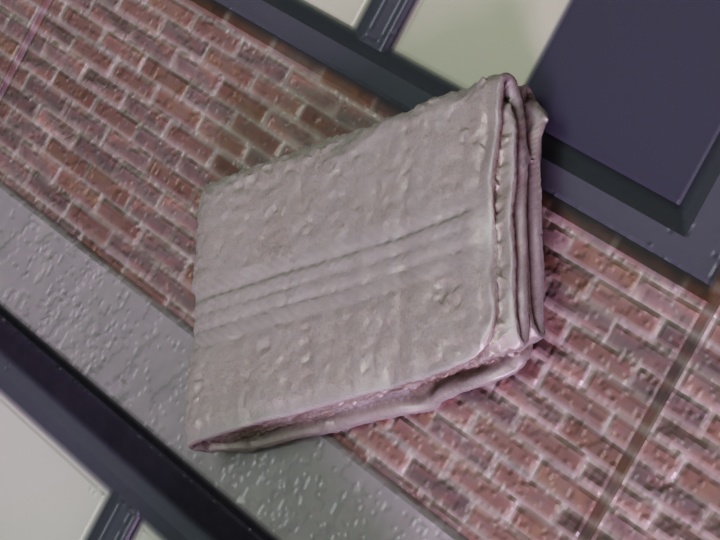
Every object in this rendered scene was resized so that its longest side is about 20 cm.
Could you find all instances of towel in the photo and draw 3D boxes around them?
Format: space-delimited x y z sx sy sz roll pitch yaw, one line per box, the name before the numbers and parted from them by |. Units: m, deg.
towel | 0.000 0.000 1.015 0.199 0.034 0.134 -16 62 39
